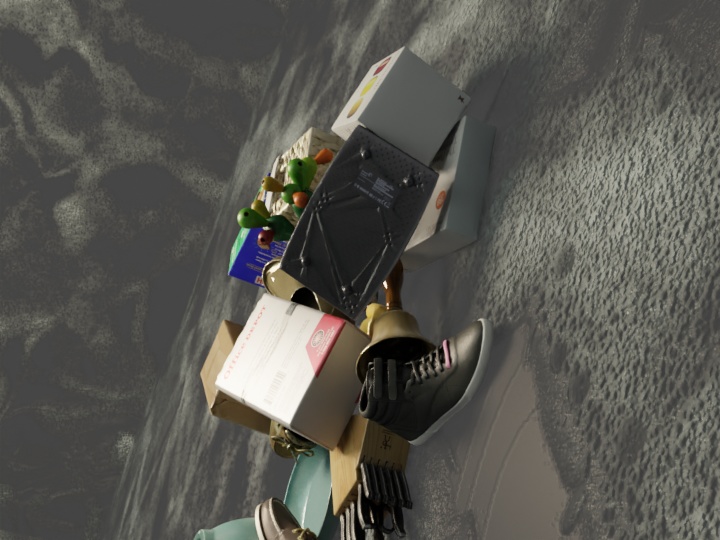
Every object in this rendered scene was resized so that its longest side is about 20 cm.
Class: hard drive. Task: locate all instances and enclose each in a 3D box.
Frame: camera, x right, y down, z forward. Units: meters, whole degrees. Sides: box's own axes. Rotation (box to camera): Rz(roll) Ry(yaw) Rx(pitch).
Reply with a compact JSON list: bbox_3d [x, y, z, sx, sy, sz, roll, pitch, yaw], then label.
[{"bbox_3d":[0.000,-0.057,1.096,0.202,0.134,0.042,-60,-16,8],"label":"hard drive"}]

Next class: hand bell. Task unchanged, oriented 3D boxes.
[{"bbox_3d":[0.040,0.043,1.116,0.202,0.103,0.105,-94,28,-46],"label":"hand bell"}]

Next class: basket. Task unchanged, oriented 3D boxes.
[{"bbox_3d":[-0.027,-0.103,1.336,0.123,0.198,0.137,-41,35,47],"label":"basket"}]

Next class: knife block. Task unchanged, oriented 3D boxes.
[{"bbox_3d":[0.002,0.266,1.095,0.200,0.063,0.178,159,128,-68],"label":"knife block"}]

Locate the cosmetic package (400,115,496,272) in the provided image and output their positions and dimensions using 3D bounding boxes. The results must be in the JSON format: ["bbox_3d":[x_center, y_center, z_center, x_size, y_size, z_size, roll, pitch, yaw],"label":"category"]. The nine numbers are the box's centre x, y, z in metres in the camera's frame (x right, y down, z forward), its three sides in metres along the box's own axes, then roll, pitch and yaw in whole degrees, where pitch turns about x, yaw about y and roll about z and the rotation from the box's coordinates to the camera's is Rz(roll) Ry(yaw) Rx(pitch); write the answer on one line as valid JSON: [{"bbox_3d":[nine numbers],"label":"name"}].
[{"bbox_3d":[0.098,-0.093,1.177,0.200,0.051,0.153,150,132,-65],"label":"cosmetic package"}]

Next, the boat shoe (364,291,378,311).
[{"bbox_3d":[0.005,0.003,1.289,0.075,0.074,0.202,-56,-7,-9],"label":"boat shoe"}]

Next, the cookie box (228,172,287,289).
[{"bbox_3d":[-0.129,-0.053,1.633,0.076,0.169,0.201,-88,23,-48],"label":"cookie box"}]

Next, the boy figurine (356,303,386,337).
[{"bbox_3d":[0.011,0.101,1.234,0.200,0.064,0.126,140,146,-65],"label":"boy figurine"}]

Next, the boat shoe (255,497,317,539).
[{"bbox_3d":[-0.073,0.366,1.149,0.060,0.071,0.201,-48,48,17],"label":"boat shoe"}]

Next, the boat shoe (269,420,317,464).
[{"bbox_3d":[-0.079,0.212,1.257,0.063,0.072,0.201,-86,20,-45],"label":"boat shoe"}]

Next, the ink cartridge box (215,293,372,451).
[{"bbox_3d":[-0.083,0.126,1.172,0.199,0.084,0.146,13,71,53],"label":"ink cartridge box"}]

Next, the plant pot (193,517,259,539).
[{"bbox_3d":[-0.200,0.474,1.397,0.200,0.132,0.203,-161,90,-73],"label":"plant pot"}]

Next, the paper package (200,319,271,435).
[{"bbox_3d":[-0.146,0.178,1.424,0.105,0.188,0.200,-65,19,5],"label":"paper package"}]

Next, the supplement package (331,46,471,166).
[{"bbox_3d":[0.048,-0.205,1.191,0.115,0.109,0.200,-56,12,-2],"label":"supplement package"}]

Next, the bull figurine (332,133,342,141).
[{"bbox_3d":[-0.015,-0.169,1.543,0.201,0.064,0.123,-114,12,-55],"label":"bull figurine"}]

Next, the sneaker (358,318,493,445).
[{"bbox_3d":[0.064,0.116,0.992,0.201,0.098,0.071,-56,21,38],"label":"sneaker"}]

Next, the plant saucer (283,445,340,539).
[{"bbox_3d":[-0.063,0.328,1.282,0.202,0.035,0.201,-90,26,-45],"label":"plant saucer"}]

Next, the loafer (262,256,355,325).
[{"bbox_3d":[-0.089,0.037,1.386,0.199,0.067,0.077,32,107,36],"label":"loafer"}]

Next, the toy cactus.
[{"bbox_3d":[-0.062,-0.069,1.192,0.102,0.199,0.167,24,132,41],"label":"toy cactus"}]
